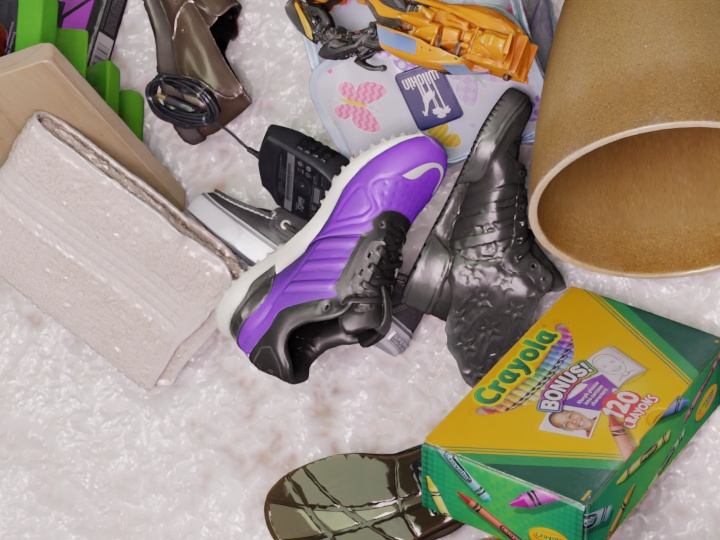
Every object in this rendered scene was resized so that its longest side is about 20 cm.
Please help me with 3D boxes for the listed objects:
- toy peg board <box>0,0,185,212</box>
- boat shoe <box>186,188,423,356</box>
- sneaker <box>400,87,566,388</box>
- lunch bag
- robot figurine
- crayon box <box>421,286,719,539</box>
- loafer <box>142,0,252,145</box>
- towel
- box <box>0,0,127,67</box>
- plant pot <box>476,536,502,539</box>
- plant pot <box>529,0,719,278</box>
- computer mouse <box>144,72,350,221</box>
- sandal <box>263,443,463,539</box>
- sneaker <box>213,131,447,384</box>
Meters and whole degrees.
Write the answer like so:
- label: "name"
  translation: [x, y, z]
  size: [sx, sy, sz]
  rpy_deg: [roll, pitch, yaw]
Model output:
- label: "toy peg board"
  translation: [-0.263, -0.108, 1.744]
  size: [0.199, 0.200, 0.098]
  rpy_deg: [-16, 52, 20]
- label: "boat shoe"
  translation: [-0.034, -0.014, 1.680]
  size: [0.200, 0.070, 0.066]
  rpy_deg: [32, 82, 27]
- label: "sneaker"
  translation: [0.100, -0.016, 1.597]
  size: [0.104, 0.060, 0.200]
  rpy_deg: [26, 97, 1]
- label: "lunch bag"
  translation: [0.049, -0.173, 1.654]
  size: [0.169, 0.127, 0.200]
  rpy_deg: [-14, 82, 20]
- label: "robot figurine"
  translation: [0.038, -0.200, 1.564]
  size: [0.200, 0.058, 0.145]
  rpy_deg: [19, 83, 27]
- label: "crayon box"
  translation: [0.140, 0.098, 1.512]
  size: [0.119, 0.058, 0.200]
  rpy_deg: [20, 41, 26]
- label: "loafer"
  translation: [-0.122, -0.194, 1.770]
  size: [0.071, 0.073, 0.200]
  rpy_deg: [-16, 75, 8]
- label: "towel"
  translation: [-0.188, -0.010, 1.688]
  size: [0.200, 0.034, 0.133]
  rpy_deg: [37, 119, -7]
- label: "box"
  translation: [-0.279, -0.218, 1.857]
  size: [0.200, 0.036, 0.143]
  rpy_deg: [11, 81, 27]
- label: "plant pot"
  translation: [0.049, 0.288, 1.515]
  size: [0.186, 0.186, 0.200]
  rpy_deg: [-15, 86, 20]
- label: "plant pot"
  translation: [0.200, -0.126, 1.552]
  size: [0.186, 0.186, 0.200]
  rpy_deg: [-14, 57, 20]
- label: "computer mouse"
  translation: [-0.075, -0.093, 1.676]
  size: [0.200, 0.059, 0.034]
  rpy_deg: [33, 47, 25]
- label: "sandal"
  translation: [0.033, 0.153, 1.617]
  size: [0.200, 0.055, 0.082]
  rpy_deg: [-22, 74, 1]
- label: "sneaker"
  translation: [0.000, 0.000, 1.589]
  size: [0.200, 0.070, 0.100]
  rpy_deg: [-46, 53, 5]
